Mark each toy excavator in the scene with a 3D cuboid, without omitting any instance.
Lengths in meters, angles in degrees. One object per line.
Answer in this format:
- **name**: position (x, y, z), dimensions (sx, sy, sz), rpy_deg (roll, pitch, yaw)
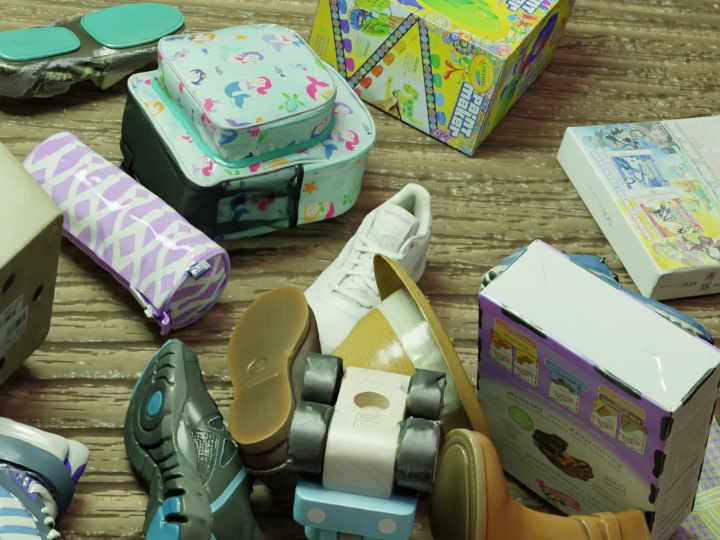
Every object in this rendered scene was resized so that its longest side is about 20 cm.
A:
- **toy excavator**: position (-0.004, 0.184, 1.212), dimensions (0.099, 0.201, 0.195), rpy_deg (7, 28, 4)

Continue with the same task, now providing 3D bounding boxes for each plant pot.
- **plant pot**: position (-0.326, 0.000, 1.276), dimensions (0.177, 0.200, 0.200), rpy_deg (26, 43, 12)

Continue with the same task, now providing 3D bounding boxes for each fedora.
- **fedora**: position (0.029, 0.084, 1.343), dimensions (0.082, 0.201, 0.201), rpy_deg (-25, 53, -6)

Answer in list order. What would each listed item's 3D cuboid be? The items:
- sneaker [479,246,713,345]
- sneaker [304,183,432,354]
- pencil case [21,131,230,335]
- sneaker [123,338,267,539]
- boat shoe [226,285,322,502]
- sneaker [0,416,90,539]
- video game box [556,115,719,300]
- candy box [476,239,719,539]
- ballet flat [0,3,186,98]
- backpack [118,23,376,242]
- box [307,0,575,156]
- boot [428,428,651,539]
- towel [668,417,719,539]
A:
- **sneaker**: position (0.207, 0.025, 1.511), dimensions (0.199, 0.079, 0.089), rpy_deg (23, 40, 14)
- **sneaker**: position (0.000, 0.000, 1.460), dimensions (0.075, 0.100, 0.200), rpy_deg (27, 44, 10)
- **pencil case**: position (-0.196, -0.030, 1.446), dimensions (0.200, 0.084, 0.086), rpy_deg (37, 70, 23)
- **sneaker**: position (-0.122, 0.138, 1.311), dimensions (0.082, 0.073, 0.200), rpy_deg (19, 39, -30)
- **boat shoe**: position (-0.060, 0.092, 1.336), dimensions (0.070, 0.070, 0.200), rpy_deg (-21, 31, 17)
- **sneaker**: position (-0.218, 0.172, 1.220), dimensions (0.200, 0.081, 0.146), rpy_deg (30, 48, 22)
- **video game box**: position (0.305, -0.062, 1.663), dimensions (0.182, 0.047, 0.200), rpy_deg (-4, 46, -24)
- **candy box**: position (0.170, 0.100, 1.315), dimensions (0.168, 0.200, 0.072), rpy_deg (33, 58, 26)
- **ballet flat**: position (-0.251, -0.194, 1.606), dimensions (0.200, 0.072, 0.072), rpy_deg (-17, 52, -33)
- **backpack**: position (-0.090, -0.121, 1.530), dimensions (0.199, 0.151, 0.178), rpy_deg (-8, 44, -32)
- **box**: position (0.082, -0.244, 1.728), dimensions (0.192, 0.122, 0.200), rpy_deg (29, 44, 11)
- **boot**: position (0.136, 0.190, 1.246), dimensions (0.155, 0.201, 0.077), rpy_deg (-14, 8, -21)
- **towel**: position (0.252, 0.169, 1.419), dimensions (0.143, 0.023, 0.200), rpy_deg (-5, 47, -22)
